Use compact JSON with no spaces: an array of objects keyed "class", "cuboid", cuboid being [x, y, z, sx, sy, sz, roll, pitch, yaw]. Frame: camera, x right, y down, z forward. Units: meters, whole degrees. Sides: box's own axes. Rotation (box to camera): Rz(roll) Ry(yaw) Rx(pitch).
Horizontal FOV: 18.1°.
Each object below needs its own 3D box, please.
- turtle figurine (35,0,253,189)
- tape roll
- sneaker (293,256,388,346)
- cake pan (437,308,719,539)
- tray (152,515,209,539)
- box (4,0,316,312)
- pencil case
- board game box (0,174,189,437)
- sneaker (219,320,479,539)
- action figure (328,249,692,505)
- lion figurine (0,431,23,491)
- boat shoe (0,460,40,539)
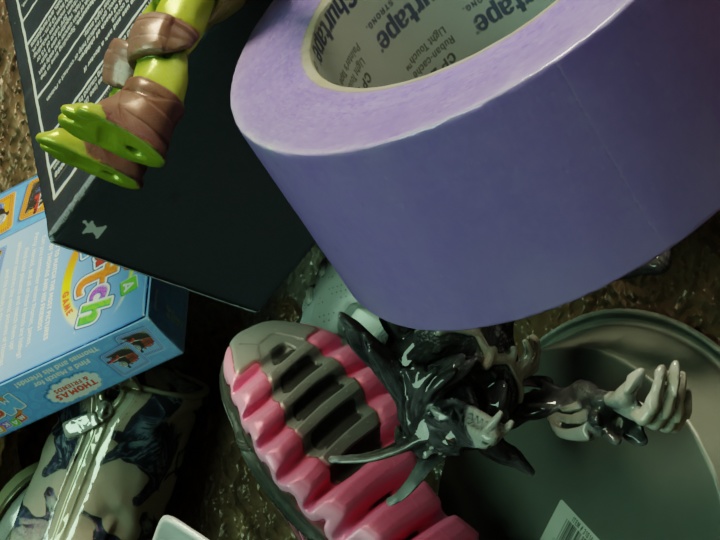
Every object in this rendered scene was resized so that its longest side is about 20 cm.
[{"class":"turtle figurine","cuboid":[-0.068,-0.113,0.859,0.200,0.064,0.162,-2,63,61]},{"class":"tape roll","cuboid":[0.058,-0.078,0.814,0.199,0.200,0.085,5,137,49]},{"class":"sneaker","cuboid":[0.000,0.000,1.047,0.201,0.075,0.116,-55,47,21]},{"class":"cake pan","cuboid":[0.101,0.117,0.948,0.199,0.037,0.202,0,91,49]},{"class":"tray","cuboid":[-0.066,0.214,1.037,0.107,0.022,0.201,30,121,24]},{"class":"box","cuboid":[-0.055,-0.127,1.011,0.200,0.123,0.199,-49,37,29]},{"class":"pencil case","cuboid":[-0.145,0.140,1.162,0.077,0.089,0.202,20,91,25]},{"class":"board game box","cuboid":[-0.174,0.015,1.162,0.199,0.037,0.152,-25,40,24]},{"class":"sneaker","cuboid":[-0.001,0.115,0.971,0.201,0.079,0.096,53,145,17]},{"class":"action figure","cuboid":[0.071,0.011,0.875,0.201,0.119,0.102,-54,24,-4]},{"class":"lion figurine","cuboid":[-0.196,0.044,1.268,0.200,0.072,0.123,-49,63,33]},{"class":"boat shoe","cuboid":[-0.178,0.196,1.253,0.068,0.074,0.201,43,130,35]}]
